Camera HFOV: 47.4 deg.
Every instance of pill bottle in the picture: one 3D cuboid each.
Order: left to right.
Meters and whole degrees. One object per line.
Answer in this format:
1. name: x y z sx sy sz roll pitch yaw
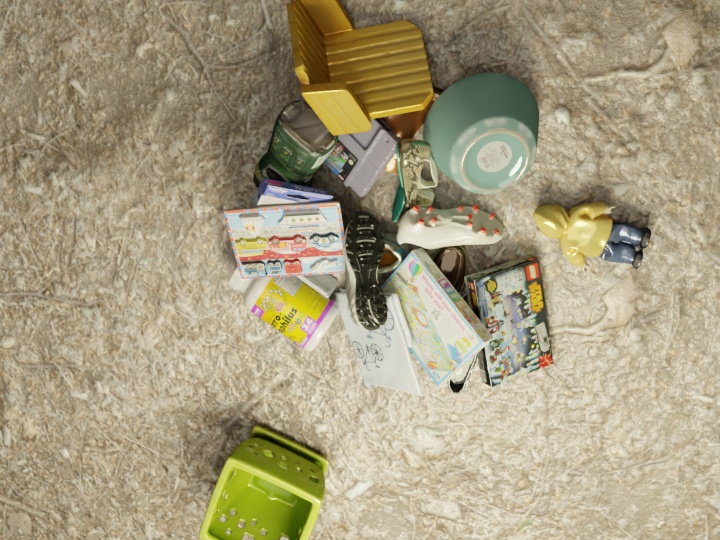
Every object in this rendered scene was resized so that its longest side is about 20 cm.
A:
1. pill bottle: -0.144 0.053 1.514 0.199 0.104 0.105 35 110 -1

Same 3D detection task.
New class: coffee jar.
1. coffee jar: -0.115 -0.191 1.399 0.104 0.086 0.200 40 147 0

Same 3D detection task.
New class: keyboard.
1. keyboard: -0.131 -0.021 1.514 0.199 0.056 0.011 35 124 -2

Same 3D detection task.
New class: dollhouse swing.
1. dollhouse swing: 0.003 -0.348 1.297 0.173 0.182 0.203 -15 66 16

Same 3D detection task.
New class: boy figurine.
1. boy figurine: 0.389 -0.060 1.406 0.197 0.064 0.126 15 109 6

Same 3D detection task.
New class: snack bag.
1. snack bag: 0.036 0.130 1.491 0.187 0.021 0.203 0 112 56

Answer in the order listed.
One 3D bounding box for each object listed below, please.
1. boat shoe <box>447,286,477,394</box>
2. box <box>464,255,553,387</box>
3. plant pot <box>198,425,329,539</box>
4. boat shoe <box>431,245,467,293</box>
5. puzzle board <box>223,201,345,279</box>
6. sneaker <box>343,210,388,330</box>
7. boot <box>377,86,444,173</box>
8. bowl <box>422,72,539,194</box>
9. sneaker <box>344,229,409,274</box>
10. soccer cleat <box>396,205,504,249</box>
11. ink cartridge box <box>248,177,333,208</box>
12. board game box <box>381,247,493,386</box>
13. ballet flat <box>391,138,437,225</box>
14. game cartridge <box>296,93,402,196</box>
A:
1. boat shoe: 0.190 0.128 1.496 0.073 0.068 0.202 17 109 4
2. box: 0.265 0.090 1.453 0.135 0.040 0.203 -17 106 -19
3. plant pot: -0.175 0.436 1.596 0.197 0.182 0.202 24 109 1
4. boat shoe: 0.140 0.050 1.477 0.074 0.075 0.205 20 109 3
5. puzzle board: -0.124 -0.047 1.403 0.196 0.018 0.152 -4 132 6
6. sneaker: 0.000 0.000 1.402 0.073 0.079 0.204 -2 89 -20
7. boot: 0.076 -0.240 1.398 0.197 0.077 0.158 13 108 8
8. bowl: 0.206 -0.204 1.330 0.197 0.106 0.203 -4 132 -5
9. sneaker: -0.013 -0.031 1.476 0.197 0.081 0.078 -4 105 11
10. soccer cleat: 0.155 -0.072 1.426 0.197 0.070 0.078 4 145 -22
11. ink cartridge box: -0.130 -0.101 1.418 0.117 0.043 0.200 9 154 -18
12. board game box: 0.121 0.081 1.425 0.201 0.034 0.135 53 128 15
13. ballet flat: 0.094 -0.144 1.392 0.074 0.069 0.201 1 145 0
14. game cartridge: -0.032 -0.238 1.401 0.200 0.038 0.130 46 120 13
